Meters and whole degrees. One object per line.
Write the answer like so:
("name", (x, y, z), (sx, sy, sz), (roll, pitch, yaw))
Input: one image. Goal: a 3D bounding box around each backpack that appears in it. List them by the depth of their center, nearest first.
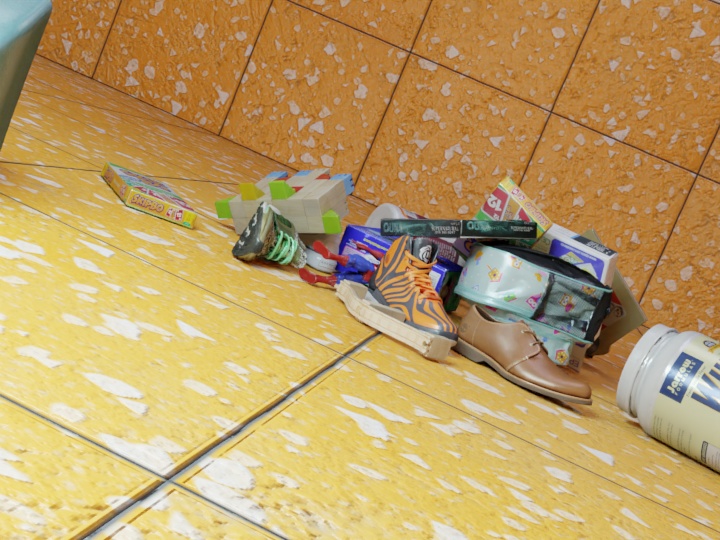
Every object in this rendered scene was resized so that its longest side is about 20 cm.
("backpack", (0.229, 0.042, 1.526), (0.199, 0.154, 0.176), (29, 1, -5))

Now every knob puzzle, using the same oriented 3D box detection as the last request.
("knob puzzle", (0.367, 0.053, 1.830), (0.219, 0.222, 0.030), (27, 27, 31))

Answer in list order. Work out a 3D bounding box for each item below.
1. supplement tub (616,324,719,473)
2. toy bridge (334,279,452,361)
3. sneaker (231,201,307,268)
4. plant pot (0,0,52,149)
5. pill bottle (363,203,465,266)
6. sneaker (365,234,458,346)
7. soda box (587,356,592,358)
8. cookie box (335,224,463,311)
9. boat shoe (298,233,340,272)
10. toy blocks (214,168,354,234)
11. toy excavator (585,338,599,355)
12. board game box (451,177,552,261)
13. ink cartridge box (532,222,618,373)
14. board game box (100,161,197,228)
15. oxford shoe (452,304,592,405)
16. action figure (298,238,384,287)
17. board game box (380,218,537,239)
("supplement tub", (0.432, 0.163, 1.329), (0.199, 0.146, 0.145), (28, 8, 34))
("toy bridge", (0.023, 0.053, 1.287), (0.067, 0.027, 0.200), (17, 9, -39))
("sneaker", (-0.105, -0.038, 1.397), (0.088, 0.077, 0.200), (32, 9, -1))
("plant pot", (-0.412, -0.179, 0.977), (0.195, 0.197, 0.200), (21, 17, -17))
("pill bottle", (0.107, -0.031, 1.861), (0.199, 0.115, 0.114), (20, 7, -28))
("sneaker", (0.071, 0.017, 1.363), (0.077, 0.113, 0.200), (18, 9, -34))
("soda box", (0.330, 0.086, 1.925), (0.198, 0.064, 0.071), (22, 7, -5))
("cookie box", (0.068, -0.002, 1.658), (0.170, 0.076, 0.200), (25, 7, 15))
("boat shoe", (-0.081, -0.057, 1.617), (0.073, 0.067, 0.200), (18, 8, -38))
("toy blocks", (-0.087, -0.102, 1.547), (0.198, 0.101, 0.137), (0, 24, 30))
("toy excavator", (0.289, 0.043, 1.792), (0.198, 0.196, 0.100), (-6, -24, 33))
("board game box", (0.207, -0.049, 1.630), (0.096, 0.030, 0.200), (47, -31, 9))
("ink cartridge box", (0.288, 0.027, 1.673), (0.197, 0.202, 0.043), (29, 33, 34))
("board game box", (-0.292, -0.106, 1.470), (0.095, 0.030, 0.200), (20, 5, -28))
("oxford shoe", (0.204, 0.104, 1.334), (0.199, 0.072, 0.071), (29, 7, 27))
("action figure", (0.000, 0.000, 1.461), (0.052, 0.066, 0.199), (35, 14, 39))
("board game box", (0.136, -0.060, 1.543), (0.134, 0.028, 0.199), (0, 3, -32))
